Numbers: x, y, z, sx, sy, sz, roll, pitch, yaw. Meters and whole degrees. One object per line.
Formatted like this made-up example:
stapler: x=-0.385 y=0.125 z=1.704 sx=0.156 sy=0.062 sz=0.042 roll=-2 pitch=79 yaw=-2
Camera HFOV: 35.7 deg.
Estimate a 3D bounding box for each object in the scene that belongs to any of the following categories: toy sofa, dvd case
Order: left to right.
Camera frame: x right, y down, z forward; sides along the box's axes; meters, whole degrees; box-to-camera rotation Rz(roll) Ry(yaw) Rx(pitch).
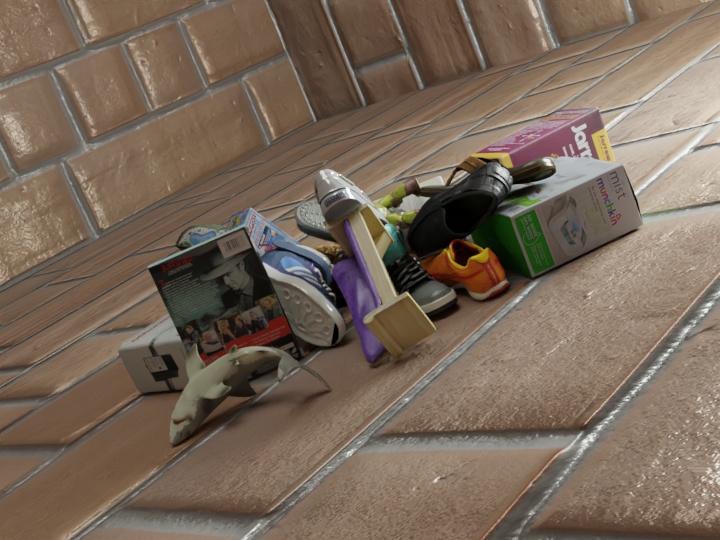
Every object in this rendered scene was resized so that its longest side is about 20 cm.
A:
dvd case: x=-0.181 y=0.056 z=1.515 sx=0.146 sy=0.200 sz=0.022 roll=-24 pitch=14 yaw=-3
toy sofa: x=0.011 y=0.017 z=1.419 sx=0.098 sy=0.083 sz=0.200 roll=-30 pitch=43 yaw=8

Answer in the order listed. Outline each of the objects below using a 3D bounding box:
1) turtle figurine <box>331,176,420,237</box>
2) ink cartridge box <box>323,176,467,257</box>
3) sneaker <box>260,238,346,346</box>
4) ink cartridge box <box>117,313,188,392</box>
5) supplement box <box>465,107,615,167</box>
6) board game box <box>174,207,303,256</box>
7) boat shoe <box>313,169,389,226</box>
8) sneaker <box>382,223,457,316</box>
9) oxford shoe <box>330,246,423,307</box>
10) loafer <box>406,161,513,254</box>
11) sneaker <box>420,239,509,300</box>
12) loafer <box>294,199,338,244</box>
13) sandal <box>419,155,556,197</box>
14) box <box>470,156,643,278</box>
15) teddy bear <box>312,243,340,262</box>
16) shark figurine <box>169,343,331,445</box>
turtle figurine: x=0.017 y=-0.086 z=1.669 sx=0.161 sy=0.064 sz=0.200 roll=-22 pitch=54 yaw=-3
ink cartridge box: x=0.055 y=-0.062 z=1.759 sx=0.200 sy=0.068 sz=0.115 roll=-20 pitch=-29 yaw=10
sneaker: x=-0.061 y=0.024 z=1.603 sx=0.200 sy=0.081 sz=0.146 roll=30 pitch=35 yaw=30
ink cartridge box: x=-0.236 y=0.108 z=1.651 sx=0.200 sy=0.083 sz=0.147 roll=-9 pitch=20 yaw=41
supplement box: x=0.284 y=-0.154 z=1.728 sx=0.200 sy=0.131 sz=0.103 roll=-29 pitch=16 yaw=-21
board game box: x=-0.179 y=-0.034 z=1.764 sx=0.200 sy=0.200 sz=0.062 roll=7 pitch=68 yaw=27
boat shoe: x=-0.012 y=-0.084 z=1.537 sx=0.074 sy=0.065 sz=0.200 roll=-27 pitch=-23 yaw=3
sneaker: x=0.053 y=-0.003 z=1.531 sx=0.084 sy=0.121 sz=0.200 roll=-29 pitch=15 yaw=-25
oxford shoe: x=0.000 y=0.000 z=1.691 sx=0.200 sy=0.085 sz=0.073 roll=-14 pitch=14 yaw=25
loafer: x=0.126 y=-0.074 z=1.512 sx=0.201 sy=0.068 sz=0.070 roll=-38 pitch=16 yaw=45
sneaker: x=0.138 y=-0.011 z=1.528 sx=0.073 sy=0.077 sz=0.200 roll=-30 pitch=13 yaw=-20
loafer: x=-0.021 y=-0.063 z=1.855 sx=0.200 sy=0.075 sz=0.070 roll=11 pitch=-42 yaw=-25
sandal: x=0.174 y=-0.136 z=1.547 sx=0.200 sy=0.055 sz=0.082 roll=-13 pitch=-3 yaw=37
box: x=0.260 y=-0.081 z=1.554 sx=0.176 sy=0.097 sz=0.200 roll=-25 pitch=13 yaw=-11
teddy bear: x=-0.094 y=-0.011 z=1.916 sx=0.200 sy=0.067 sz=0.145 roll=-23 pitch=11 yaw=-4
shark figurine: x=-0.143 y=0.139 z=1.418 sx=0.214 sy=0.090 sz=0.128 roll=-26 pitch=45 yaw=20
